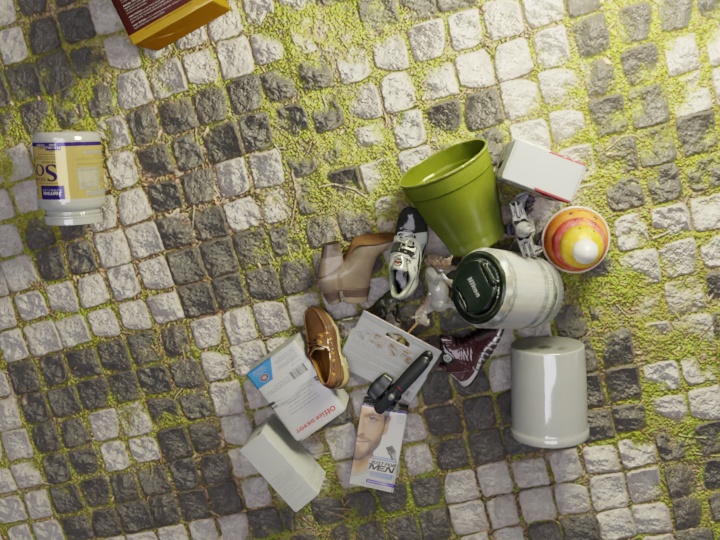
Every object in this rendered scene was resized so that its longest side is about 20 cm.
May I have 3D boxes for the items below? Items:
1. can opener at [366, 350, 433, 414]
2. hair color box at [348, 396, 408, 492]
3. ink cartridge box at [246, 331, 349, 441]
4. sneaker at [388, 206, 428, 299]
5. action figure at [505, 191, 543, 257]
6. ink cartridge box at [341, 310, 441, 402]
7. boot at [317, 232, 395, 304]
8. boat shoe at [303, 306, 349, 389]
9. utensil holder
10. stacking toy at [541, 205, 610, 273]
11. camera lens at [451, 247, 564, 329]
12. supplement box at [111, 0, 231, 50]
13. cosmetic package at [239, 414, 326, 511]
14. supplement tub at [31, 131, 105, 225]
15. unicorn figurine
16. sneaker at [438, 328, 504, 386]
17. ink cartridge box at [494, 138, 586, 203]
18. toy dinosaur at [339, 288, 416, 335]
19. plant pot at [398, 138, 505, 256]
[{"bbox_3d":[0.090,0.248,1.607,0.079,0.063,0.200,40,124,-6],"label":"can opener"},{"bbox_3d":[0.042,0.407,1.708,0.109,0.065,0.201,10,101,6],"label":"hair color box"},{"bbox_3d":[-0.142,0.268,1.692,0.146,0.084,0.200,-35,96,12],"label":"ink cartridge box"},{"bbox_3d":[0.098,-0.033,1.554,0.074,0.088,0.201,7,102,16],"label":"sneaker"},{"bbox_3d":[0.336,-0.099,1.500,0.069,0.200,0.131,-5,102,7],"label":"action figure"},{"bbox_3d":[0.064,0.186,1.643,0.199,0.044,0.174,28,123,1],"label":"ink cartridge box"},{"bbox_3d":[0.000,0.000,1.637,0.199,0.070,0.147,-7,109,4],"label":"boot"},{"bbox_3d":[-0.086,0.170,1.641,0.072,0.067,0.201,-32,68,29],"label":"boat shoe"},{"bbox_3d":[0.406,0.257,1.581,0.169,0.170,0.201,-3,98,8],"label":"utensil holder"},{"bbox_3d":[0.455,-0.050,1.495,0.145,0.200,0.147,1,102,6],"label":"stacking toy"},{"bbox_3d":[0.300,0.040,1.499,0.199,0.160,0.161,5,106,-38],"label":"camera lens"},{"bbox_3d":[-0.415,-0.604,1.529,0.196,0.133,0.201,-24,98,11],"label":"supplement box"},{"bbox_3d":[-0.180,0.451,1.721,0.081,0.113,0.200,-42,92,13],"label":"cosmetic package"},{"bbox_3d":[-0.649,-0.208,1.631,0.144,0.145,0.201,0,101,7],"label":"supplement tub"},{"bbox_3d":[0.174,0.055,1.602,0.137,0.074,0.201,10,105,40],"label":"unicorn figurine"},{"bbox_3d":[0.240,0.154,1.628,0.115,0.076,0.201,29,104,4],"label":"sneaker"},{"bbox_3d":[0.355,-0.199,1.474,0.146,0.200,0.083,21,98,3],"label":"ink cartridge box"},{"bbox_3d":[0.057,0.097,1.657,0.199,0.047,0.088,-32,92,15],"label":"toy dinosaur"},{"bbox_3d":[0.209,-0.142,1.527,0.199,0.201,0.194,-24,110,11],"label":"plant pot"}]
